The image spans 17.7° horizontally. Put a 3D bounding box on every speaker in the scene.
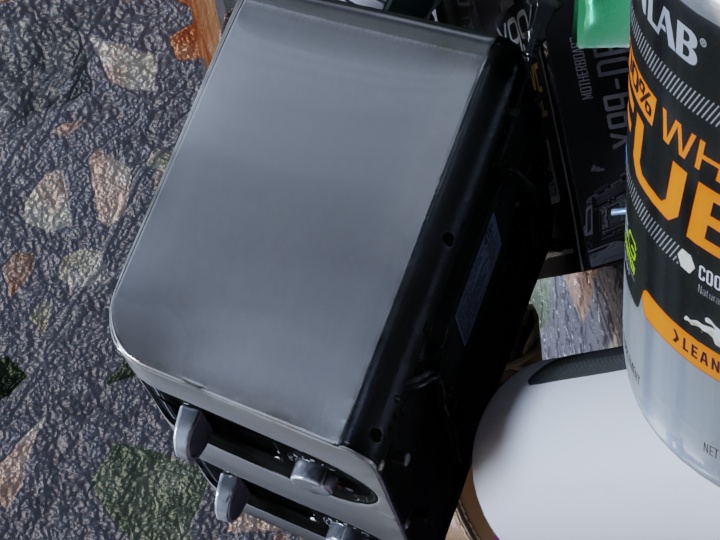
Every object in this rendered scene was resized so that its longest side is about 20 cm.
[{"bbox_3d":[0.116,0.059,0.746,0.200,0.081,0.081,-17,85,65],"label":"speaker"}]

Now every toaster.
[{"bbox_3d":[0.000,0.000,0.883,0.181,0.118,0.200,70,-141,-67],"label":"toaster"}]

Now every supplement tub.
[{"bbox_3d":[0.127,-0.044,0.569,0.123,0.122,0.200,-111,13,-48],"label":"supplement tub"}]

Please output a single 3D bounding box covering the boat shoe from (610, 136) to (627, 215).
[{"bbox_3d":[0.121,-0.049,0.731,0.069,0.084,0.200,-105,5,-54],"label":"boat shoe"}]

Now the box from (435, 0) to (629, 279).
[{"bbox_3d":[0.085,-0.076,1.040,0.200,0.050,0.158,167,92,-82],"label":"box"}]

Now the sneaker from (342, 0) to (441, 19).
[{"bbox_3d":[0.038,-0.174,0.940,0.070,0.200,0.082,43,-163,16],"label":"sneaker"}]

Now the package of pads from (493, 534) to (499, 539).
[{"bbox_3d":[0.117,0.158,0.972,0.120,0.076,0.200,31,141,39],"label":"package of pads"}]

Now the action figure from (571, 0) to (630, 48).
[{"bbox_3d":[0.092,-0.182,0.834,0.118,0.055,0.200,-140,46,-79],"label":"action figure"}]

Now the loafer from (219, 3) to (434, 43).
[{"bbox_3d":[-0.019,-0.093,1.047,0.073,0.071,0.200,66,-159,2],"label":"loafer"}]

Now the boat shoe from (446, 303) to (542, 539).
[{"bbox_3d":[0.046,0.038,1.039,0.074,0.076,0.200,134,124,-61],"label":"boat shoe"}]
